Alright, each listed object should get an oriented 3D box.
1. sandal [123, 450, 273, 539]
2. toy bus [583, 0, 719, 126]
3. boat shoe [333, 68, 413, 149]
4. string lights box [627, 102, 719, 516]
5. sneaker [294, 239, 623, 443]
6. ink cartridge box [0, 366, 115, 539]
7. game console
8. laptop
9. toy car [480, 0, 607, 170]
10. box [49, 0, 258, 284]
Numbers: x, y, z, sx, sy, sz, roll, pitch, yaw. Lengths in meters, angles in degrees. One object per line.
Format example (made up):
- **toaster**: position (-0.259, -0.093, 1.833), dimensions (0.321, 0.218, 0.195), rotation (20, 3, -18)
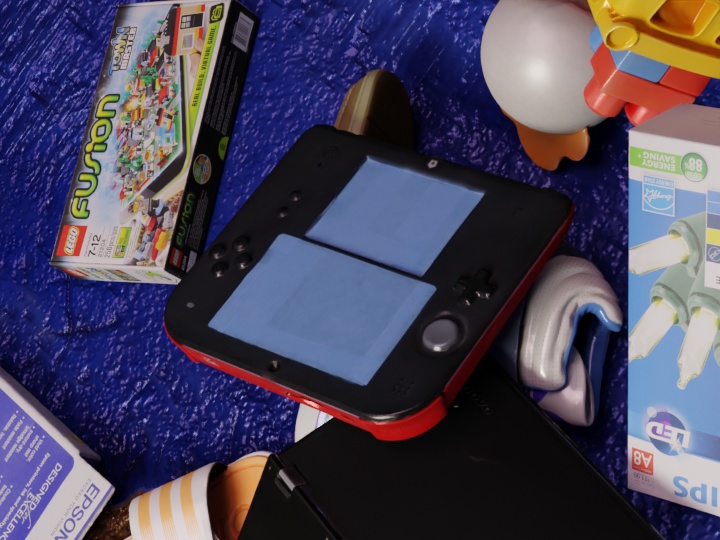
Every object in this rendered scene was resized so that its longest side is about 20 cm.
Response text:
- **sandal**: position (-0.132, 0.182, 1.203), dimensions (0.206, 0.059, 0.080), rotation (-34, 56, 19)
- **toy bus**: position (0.203, -0.151, 0.984), dimensions (0.136, 0.199, 0.193), rotation (-103, 33, -46)
- **boat shoe**: position (-0.017, -0.031, 1.206), dimensions (0.063, 0.073, 0.202), rotation (6, 82, 31)
- **string lights box**: position (0.193, 0.024, 0.976), dimensions (0.102, 0.059, 0.202), rotation (14, 116, 37)
- **sneaker**: position (0.063, 0.066, 1.101), dimensions (0.200, 0.081, 0.146), rotation (-52, 47, -1)
- **ink cartridge box**: position (-0.265, 0.182, 1.307), dimensions (0.200, 0.047, 0.198), rotation (36, 91, 37)
- **game console**: position (0.000, 0.000, 1.085), dimensions (0.199, 0.031, 0.177), rotation (19, 64, 35)
- **laptop**: position (0.034, 0.173, 1.030), dimensions (0.187, 0.115, 0.201), rotation (47, 127, 38)
- **toy car**: position (0.112, -0.161, 1.138), dimensions (0.177, 0.183, 0.201), rotation (38, 125, 42)
- **box**: position (-0.144, -0.091, 1.341), dimensions (0.109, 0.035, 0.202), rotation (2, 72, 35)
